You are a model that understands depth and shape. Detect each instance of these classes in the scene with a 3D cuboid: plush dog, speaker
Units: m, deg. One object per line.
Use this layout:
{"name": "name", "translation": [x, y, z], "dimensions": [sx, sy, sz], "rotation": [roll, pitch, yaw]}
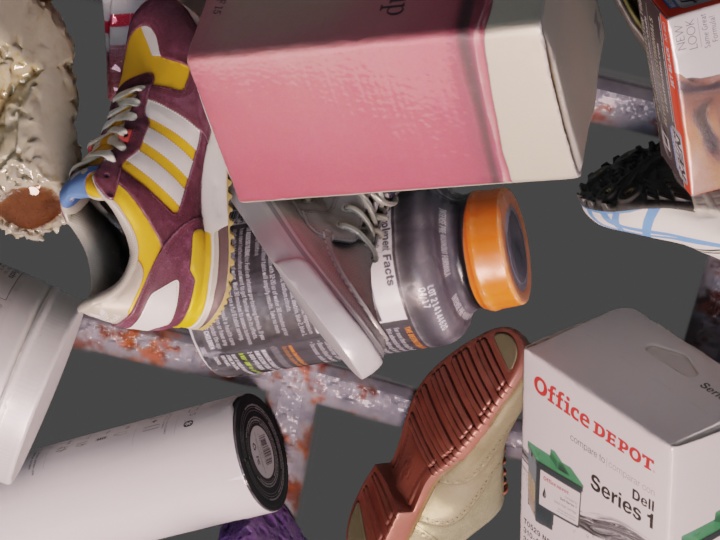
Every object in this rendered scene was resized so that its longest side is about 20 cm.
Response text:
{"name": "plush dog", "translation": [-0.252, -0.116, 1.476], "dimensions": [0.171, 0.161, 0.200], "rotation": [-20, 128, 43]}
{"name": "speaker", "translation": [-0.153, 0.140, 1.629], "dimensions": [0.199, 0.081, 0.081], "rotation": [-16, 117, 19]}

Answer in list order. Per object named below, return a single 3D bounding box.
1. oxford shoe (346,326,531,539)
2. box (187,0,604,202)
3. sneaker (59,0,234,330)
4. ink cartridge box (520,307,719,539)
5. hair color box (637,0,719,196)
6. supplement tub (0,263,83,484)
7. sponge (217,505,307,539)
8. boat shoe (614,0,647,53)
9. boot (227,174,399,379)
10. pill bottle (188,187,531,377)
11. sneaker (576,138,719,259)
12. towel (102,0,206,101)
{"name": "oxford shoe", "translation": [0.066, 0.116, 1.591], "dimensions": [0.074, 0.071, 0.200], "rotation": [16, 126, -29]}
{"name": "box", "translation": [0.023, -0.122, 1.365], "dimensions": [0.199, 0.128, 0.109], "rotation": [-4, 132, 17]}
{"name": "sneaker", "translation": [-0.126, -0.065, 1.409], "dimensions": [0.090, 0.201, 0.075], "rotation": [4, 159, -32]}
{"name": "ink cartridge box", "translation": [0.170, 0.145, 1.517], "dimensions": [0.084, 0.146, 0.201], "rotation": [-20, 123, -29]}
{"name": "hair color box", "translation": [0.258, -0.124, 1.354], "dimensions": [0.199, 0.064, 0.111], "rotation": [-15, 119, -4]}
{"name": "supplement tub", "translation": [-0.288, 0.040, 1.567], "dimensions": [0.199, 0.132, 0.132], "rotation": [23, 123, -3]}
{"name": "sponge", "translation": [-0.061, 0.234, 1.597], "dimensions": [0.030, 0.200, 0.112], "rotation": [-22, 115, 21]}
{"name": "boat shoe", "translation": [0.159, -0.186, 1.374], "dimensions": [0.072, 0.066, 0.201], "rotation": [-22, 116, 21]}
{"name": "boot", "translation": [-0.011, -0.032, 1.407], "dimensions": [0.095, 0.200, 0.074], "rotation": [-33, 140, -2]}
{"name": "pill bottle", "translation": [0.000, 0.000, 1.497], "dimensions": [0.199, 0.106, 0.107], "rotation": [-8, 119, 16]}
{"name": "sneaker", "translation": [0.206, -0.031, 1.420], "dimensions": [0.200, 0.072, 0.073], "rotation": [8, 134, 45]}
{"name": "towel", "translation": [-0.084, -0.183, 1.452], "dimensions": [0.143, 0.023, 0.201], "rotation": [4, 121, 8]}
